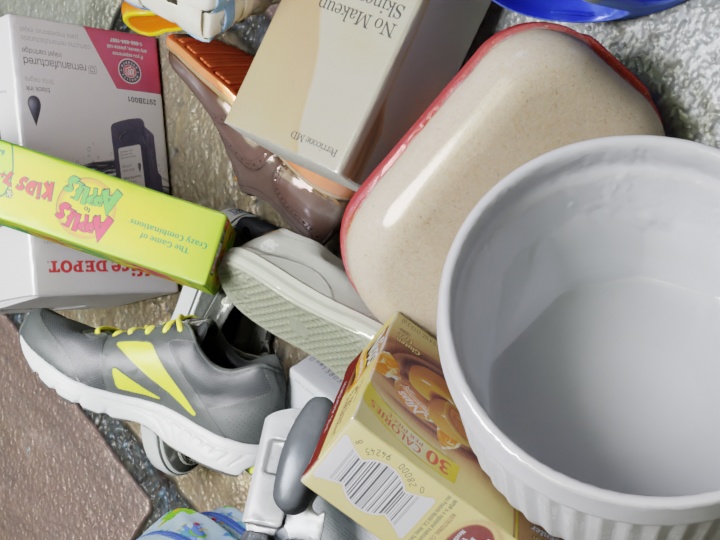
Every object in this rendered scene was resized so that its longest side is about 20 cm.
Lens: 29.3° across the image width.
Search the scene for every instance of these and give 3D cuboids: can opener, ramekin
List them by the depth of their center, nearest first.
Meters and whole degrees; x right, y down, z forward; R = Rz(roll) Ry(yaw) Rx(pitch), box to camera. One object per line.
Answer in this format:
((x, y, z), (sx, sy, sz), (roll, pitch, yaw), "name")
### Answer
((0.136, 0.044, 0.677), (0.200, 0.199, 0.106), (49, 162, 28), "ramekin")
((-0.055, 0.176, 0.837), (0.052, 0.067, 0.203), (8, 74, 12), "can opener")

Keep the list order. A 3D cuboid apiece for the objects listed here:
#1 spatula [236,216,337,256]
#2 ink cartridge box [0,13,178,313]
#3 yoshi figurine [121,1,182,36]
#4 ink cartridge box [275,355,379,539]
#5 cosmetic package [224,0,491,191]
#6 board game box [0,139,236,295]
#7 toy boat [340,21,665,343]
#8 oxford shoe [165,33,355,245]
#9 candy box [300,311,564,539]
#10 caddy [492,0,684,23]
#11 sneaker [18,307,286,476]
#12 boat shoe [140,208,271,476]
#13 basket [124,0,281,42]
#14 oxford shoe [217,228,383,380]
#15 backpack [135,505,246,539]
((0.000, 0.000, 0.895), (0.198, 0.021, 0.057), (19, 124, 23), "spatula")
((-0.220, -0.074, 1.025), (0.084, 0.144, 0.203), (-9, 85, 38), "ink cartridge box")
((-0.155, -0.279, 0.989), (0.112, 0.111, 0.203), (-22, 55, 64), "yoshi figurine")
((0.006, 0.176, 0.916), (0.162, 0.057, 0.202), (35, 133, 35), "ink cartridge box")
((0.010, -0.154, 0.838), (0.104, 0.071, 0.202), (24, 89, 34), "cosmetic package")
((-0.183, -0.039, 0.893), (0.197, 0.102, 0.048), (18, 85, 0), "board game box")
((0.074, -0.053, 0.802), (0.200, 0.130, 0.131), (-48, 20, 12), "toy boat")
((-0.079, -0.094, 0.955), (0.200, 0.071, 0.073), (46, 123, 30), "oxford shoe")
((0.073, 0.122, 0.739), (0.199, 0.116, 0.055), (37, 120, -5), "candy box")
((0.109, -0.194, 0.715), (0.140, 0.199, 0.107), (-11, 69, 37), "caddy")
((-0.134, 0.061, 0.926), (0.198, 0.074, 0.086), (24, 101, 9), "sneaker")
((-0.100, 0.060, 0.975), (0.063, 0.070, 0.203), (27, 106, 38), "boat shoe")
((-0.098, -0.249, 0.869), (0.175, 0.201, 0.140), (26, 145, 15), "basket")
((0.000, 0.034, 0.857), (0.199, 0.058, 0.076), (34, 146, 21), "oxford shoe")
((-0.088, 0.254, 0.922), (0.198, 0.154, 0.164), (29, 130, 8), "backpack")
